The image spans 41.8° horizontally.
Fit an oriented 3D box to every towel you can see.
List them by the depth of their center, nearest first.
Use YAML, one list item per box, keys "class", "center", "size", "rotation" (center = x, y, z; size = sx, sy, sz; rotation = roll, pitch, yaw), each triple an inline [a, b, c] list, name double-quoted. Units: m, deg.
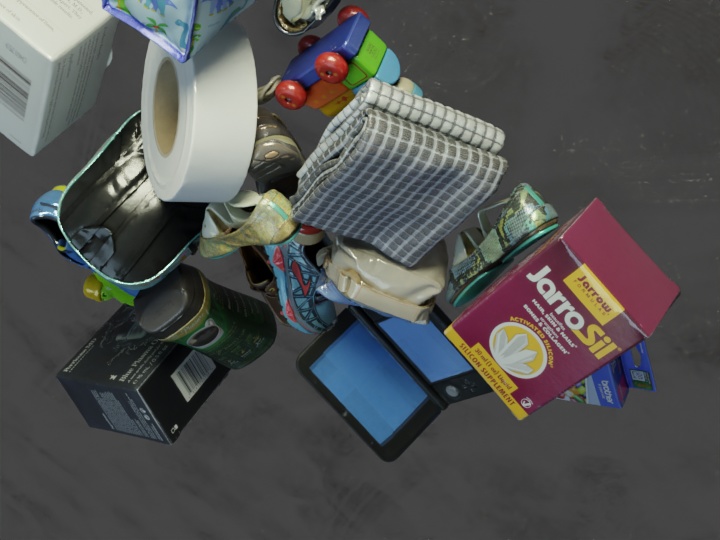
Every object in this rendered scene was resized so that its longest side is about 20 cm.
- class: "towel"
  center: [0.032, -0.091, 0.965]
  size: [0.164, 0.087, 0.200]
  rotation: [14, 148, -23]

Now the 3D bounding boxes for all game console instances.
- class: "game console"
  center: [0.048, 0.131, 1.215]
  size: [0.200, 0.119, 0.170]
  rotation: [47, 142, -14]

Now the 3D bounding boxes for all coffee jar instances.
- class: "coffee jar"
  center: [-0.212, 0.063, 1.298]
  size: [0.104, 0.086, 0.199]
  rotation: [-36, 144, 17]

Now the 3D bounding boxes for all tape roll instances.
- class: "tape roll"
  center: [-0.179, -0.176, 1.021]
  size: [0.202, 0.070, 0.206]
  rotation: [4, 95, 63]

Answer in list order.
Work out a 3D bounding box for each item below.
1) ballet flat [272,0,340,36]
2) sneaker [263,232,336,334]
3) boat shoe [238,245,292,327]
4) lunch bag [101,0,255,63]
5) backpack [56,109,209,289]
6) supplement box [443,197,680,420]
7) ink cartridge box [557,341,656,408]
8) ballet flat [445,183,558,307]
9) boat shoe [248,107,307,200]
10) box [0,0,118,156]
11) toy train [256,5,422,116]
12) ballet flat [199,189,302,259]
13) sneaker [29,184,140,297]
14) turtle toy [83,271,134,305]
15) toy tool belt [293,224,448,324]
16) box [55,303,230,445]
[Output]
- class: "ballet flat"
  center: [-0.030, -0.287, 0.881]
  size: [0.073, 0.073, 0.200]
  rotation: [41, 142, -6]
- class: "sneaker"
  center: [-0.059, 0.008, 1.205]
  size: [0.094, 0.080, 0.202]
  rotation: [7, 133, 30]
- class: "boat shoe"
  center: [-0.124, 0.003, 1.259]
  size: [0.071, 0.068, 0.202]
  rotation: [10, 135, 30]
- class: "lunch bag"
  center: [-0.132, -0.319, 0.848]
  size: [0.127, 0.171, 0.201]
  rotation: [32, 141, 6]
- class: "backpack"
  center: [-0.276, -0.078, 1.189]
  size: [0.176, 0.200, 0.153]
  rotation: [43, 163, -9]
- class: "supplement box"
  center: [0.204, 0.044, 0.977]
  size: [0.131, 0.103, 0.200]
  rotation: [48, 134, 4]
- class: "ink cartridge box"
  center: [0.235, 0.100, 1.100]
  size: [0.198, 0.042, 0.120]
  rotation: [3, 131, 34]
- class: "ballet flat"
  center: [0.143, -0.030, 1.029]
  size: [0.074, 0.074, 0.200]
  rotation: [39, 141, -4]
- class: "boat shoe"
  center: [-0.094, -0.129, 1.076]
  size: [0.200, 0.074, 0.074]
  rotation: [88, 165, -76]
- class: "box"
  center: [-0.417, -0.287, 1.139]
  size: [0.199, 0.131, 0.199]
  rotation: [39, 143, -2]
- class: "toy train"
  center: [-0.034, -0.182, 0.996]
  size: [0.115, 0.085, 0.199]
  rotation: [38, 145, -24]
- class: "ballet flat"
  center: [-0.141, -0.058, 1.079]
  size: [0.199, 0.071, 0.071]
  rotation: [-6, 127, 52]
- class: "sneaker"
  center: [-0.356, -0.020, 1.255]
  size: [0.066, 0.079, 0.200]
  rotation: [-30, 113, 33]
- class: "turtle toy"
  center: [-0.322, -0.025, 1.358]
  size: [0.144, 0.102, 0.201]
  rotation: [15, 137, 4]
- class: "toy tool belt"
  center: [0.000, 0.000, 1.106]
  size: [0.198, 0.126, 0.124]
  rotation: [19, 140, 1]
- class: "box"
  center: [-0.324, 0.146, 1.459]
  size: [0.198, 0.197, 0.118]
  rotation: [2, 130, 37]
